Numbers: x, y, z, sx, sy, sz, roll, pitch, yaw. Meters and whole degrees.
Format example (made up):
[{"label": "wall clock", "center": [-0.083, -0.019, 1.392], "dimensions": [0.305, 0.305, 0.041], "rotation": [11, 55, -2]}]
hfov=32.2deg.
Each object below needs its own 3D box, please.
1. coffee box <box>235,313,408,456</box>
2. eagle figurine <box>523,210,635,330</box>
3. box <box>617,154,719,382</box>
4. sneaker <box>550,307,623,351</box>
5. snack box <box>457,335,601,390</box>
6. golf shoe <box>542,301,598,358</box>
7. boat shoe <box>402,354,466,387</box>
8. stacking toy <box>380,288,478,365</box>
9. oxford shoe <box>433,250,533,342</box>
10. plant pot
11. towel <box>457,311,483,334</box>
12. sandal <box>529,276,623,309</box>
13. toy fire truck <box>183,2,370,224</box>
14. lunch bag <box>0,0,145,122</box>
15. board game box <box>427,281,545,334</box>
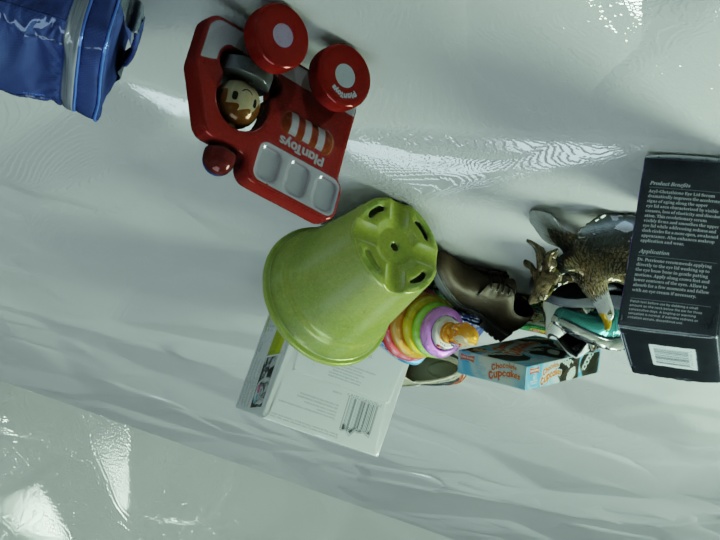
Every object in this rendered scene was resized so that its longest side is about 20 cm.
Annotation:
[{"label": "coffee box", "center": [-0.057, 0.160, 1.968], "dimensions": [0.198, 0.202, 0.197], "rotation": [21, 172, -17]}, {"label": "eagle figurine", "center": [0.303, -0.004, 1.522], "dimensions": [0.197, 0.153, 0.152], "rotation": [-14, -152, -11]}, {"label": "box", "center": [0.347, -0.001, 1.338], "dimensions": [0.103, 0.202, 0.148], "rotation": [6, 158, 21]}, {"label": "sneaker", "center": [0.342, 0.062, 1.665], "dimensions": [0.197, 0.081, 0.077], "rotation": [5, -170, -23]}, {"label": "snack box", "center": [0.239, 0.128, 1.761], "dimensions": [0.115, 0.038, 0.199], "rotation": [11, -169, 39]}, {"label": "golf shoe", "center": [0.315, 0.086, 1.758], "dimensions": [0.199, 0.096, 0.077], "rotation": [28, 155, -38]}, {"label": "boat shoe", "center": [0.086, 0.170, 2.161], "dimensions": [0.197, 0.072, 0.063], "rotation": [1, 173, 15]}, {"label": "stacking toy", "center": [0.105, 0.081, 1.727], "dimensions": [0.116, 0.110, 0.199], "rotation": [38, 169, -25]}, {"label": "oxford shoe", "center": [0.170, 0.020, 1.738], "dimensions": [0.084, 0.073, 0.199], "rotation": [-32, 134, 29]}, {"label": "plant pot", "center": [0.000, 0.000, 1.630], "dimensions": [0.199, 0.203, 0.184], "rotation": [22, 147, -24]}, {"label": "towel", "center": [0.094, 0.075, 1.924], "dimensions": [0.197, 0.024, 0.145], "rotation": [13, 167, 0]}, {"label": "sandal", "center": [0.320, 0.017, 1.626], "dimensions": [0.197, 0.076, 0.043], "rotation": [7, 122, 15]}, {"label": "toy fire truck", "center": [-0.090, -0.157, 1.251], "dimensions": [0.199, 0.170, 0.112], "rotation": [26, 157, -32]}, {"label": "lunch bag", "center": [-0.272, -0.243, 1.188], "dimensions": [0.131, 0.138, 0.200], "rotation": [16, 159, -10]}, {"label": "board game box", "center": [0.194, 0.053, 1.854], "dimensions": [0.197, 0.024, 0.105], "rotation": [11, 162, 7]}]
